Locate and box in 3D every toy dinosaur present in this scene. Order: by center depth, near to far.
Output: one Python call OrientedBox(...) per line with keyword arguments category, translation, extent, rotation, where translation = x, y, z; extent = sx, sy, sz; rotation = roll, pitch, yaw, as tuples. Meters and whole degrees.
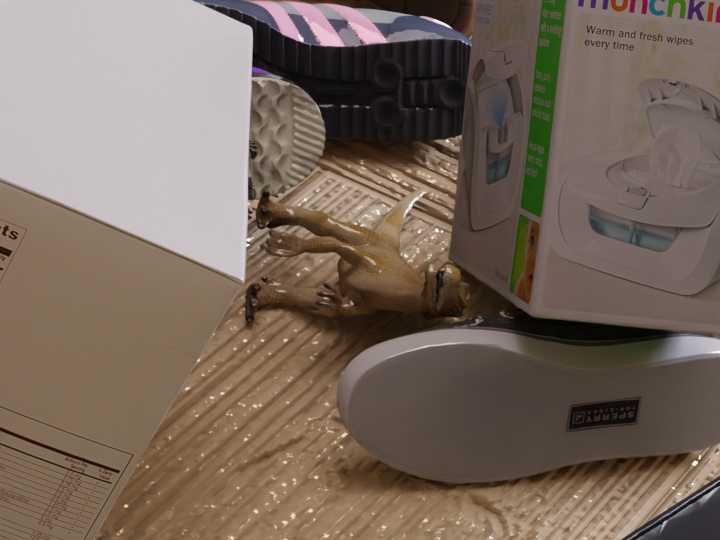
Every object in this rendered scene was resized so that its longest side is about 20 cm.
OrientedBox(category="toy dinosaur", translation=(0.000, 0.000, 1.291), extent=(0.101, 0.059, 0.200), rotation=(9, 11, -9))

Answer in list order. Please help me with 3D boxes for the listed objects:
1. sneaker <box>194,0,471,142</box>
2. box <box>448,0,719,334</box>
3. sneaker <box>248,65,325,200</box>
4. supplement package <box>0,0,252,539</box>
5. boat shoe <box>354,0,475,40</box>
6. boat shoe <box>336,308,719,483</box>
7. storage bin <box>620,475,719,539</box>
OrientedBox(category="sneaker", translation=(-0.035, -0.104, 1.435), extent=(0.199, 0.071, 0.082), rotation=(8, 16, -9))
OrientedBox(category="box", translation=(0.111, -0.075, 1.254), extent=(0.096, 0.177, 0.200), rotation=(5, 8, -9))
OrientedBox(category="sneaker", translation=(-0.115, -0.067, 1.347), extent=(0.199, 0.070, 0.100), rotation=(2, 14, 1))
OrientedBox(category="supplement package", translation=(-0.147, 0.001, 1.073), extent=(0.147, 0.200, 0.192), rotation=(23, 31, -15))
OrientedBox(category="boat shoe", translation=(-0.004, -0.191, 1.559), extent=(0.200, 0.072, 0.076), rotation=(43, 25, 14))
OrientedBox(category="boat shoe", translation=(0.075, 0.044, 1.228), extent=(0.199, 0.070, 0.066), rotation=(-4, 28, -23))
OrientedBox(category="storage bin", translation=(0.186, 0.170, 1.041), extent=(0.200, 0.094, 0.135), rotation=(33, 39, 29))
